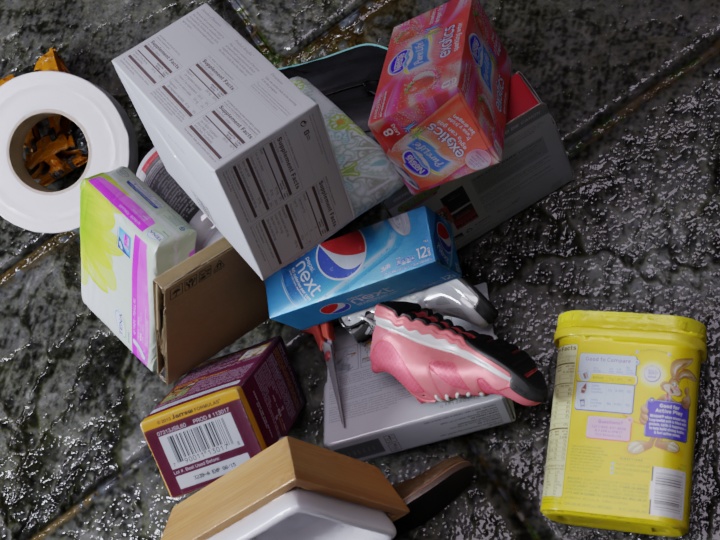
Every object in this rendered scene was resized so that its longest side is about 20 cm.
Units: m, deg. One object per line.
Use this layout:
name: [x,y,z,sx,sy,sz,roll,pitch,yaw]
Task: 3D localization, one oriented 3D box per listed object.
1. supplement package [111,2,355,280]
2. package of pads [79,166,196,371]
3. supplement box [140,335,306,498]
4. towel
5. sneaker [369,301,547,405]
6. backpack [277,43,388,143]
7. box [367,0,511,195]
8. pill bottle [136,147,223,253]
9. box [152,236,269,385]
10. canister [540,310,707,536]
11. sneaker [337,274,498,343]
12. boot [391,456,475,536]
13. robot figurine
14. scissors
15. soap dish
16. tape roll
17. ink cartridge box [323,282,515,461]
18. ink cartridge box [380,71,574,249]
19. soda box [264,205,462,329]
supplement package: [-0.117,-0.122,1.056,0.111,0.156,0.200,-34,52,-12]
package of pads: [-0.260,-0.003,1.300,0.068,0.201,0.154,-26,52,-36]
supplement box: [-0.137,0.147,1.179,0.110,0.200,0.086,-20,98,12]
towel: [-0.075,-0.104,1.160,0.171,0.048,0.200,-36,53,-9]
sneaker: [0.095,0.101,1.135,0.200,0.074,0.087,24,106,28]
backpack: [-0.020,-0.159,1.299,0.199,0.153,0.176,-22,55,17]
box: [0.083,-0.181,1.136,0.102,0.095,0.200,-20,33,26]
pill bottle: [-0.174,-0.063,1.322,0.114,0.114,0.200,-42,50,-1]
box: [-0.137,0.020,1.216,0.021,0.164,0.200,39,55,25]
canister: [0.256,0.149,1.105,0.148,0.087,0.201,3,70,21]
sneaker: [0.051,0.045,1.226,0.200,0.076,0.116,27,79,43]
boot: [0.023,0.237,1.162,0.200,0.074,0.076,-33,54,7]
robot figurine: [-0.423,-0.200,1.521,0.145,0.058,0.200,-28,60,7]
scissors: [-0.034,0.079,1.228,0.073,0.014,0.200,-63,29,26]
soap dish: [-0.077,0.240,1.084,0.200,0.157,0.081,-35,49,29]
tape roll: [-0.385,-0.148,1.421,0.201,0.071,0.203,0,95,-2]
ink cartridge box: [0.058,0.110,1.220,0.199,0.044,0.174,-17,38,13]
ink cartridge box: [0.114,-0.115,1.220,0.200,0.176,0.084,-31,61,4]
soda box: [0.000,0.000,1.185,0.199,0.068,0.064,-20,67,24]
